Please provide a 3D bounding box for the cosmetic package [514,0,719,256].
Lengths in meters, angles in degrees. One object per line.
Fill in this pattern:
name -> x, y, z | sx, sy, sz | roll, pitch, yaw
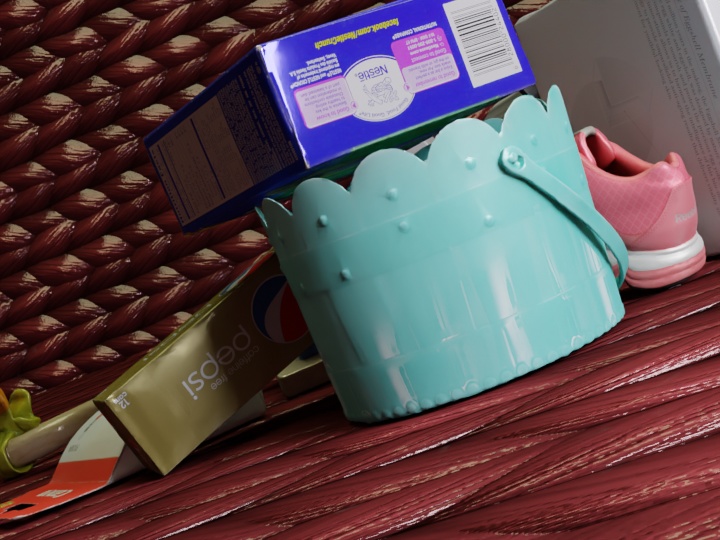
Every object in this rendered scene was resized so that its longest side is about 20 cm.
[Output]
cosmetic package -> 0.230, -0.119, 0.859 | 0.122, 0.202, 0.200 | -22, 2, -21

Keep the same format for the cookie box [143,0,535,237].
cookie box -> -0.020, -0.097, 0.789 | 0.169, 0.076, 0.199 | -23, 2, -29

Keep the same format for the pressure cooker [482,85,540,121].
pressure cooker -> 0.222, -0.115, 1.215 | 0.173, 0.182, 0.200 | -10, -8, -25

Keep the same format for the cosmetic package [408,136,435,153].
cosmetic package -> 0.096, -0.082, 1.342 | 0.051, 0.200, 0.082 | -46, -5, 15

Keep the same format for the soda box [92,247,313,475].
soda box -> -0.083, 0.048, 0.862 | 0.200, 0.064, 0.068 | -42, 8, -17

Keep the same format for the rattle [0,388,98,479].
rattle -> -0.286, 0.107, 1.248 | 0.198, 0.144, 0.130 | -28, -15, -15

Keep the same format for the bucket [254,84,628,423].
bucket -> 0.050, -0.009, 0.737 | 0.204, 0.137, 0.207 | -21, 3, 1

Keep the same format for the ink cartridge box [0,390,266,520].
ink cartridge box -> -0.188, 0.125, 0.944 | 0.198, 0.051, 0.162 | -19, 0, -30

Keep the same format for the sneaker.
sneaker -> 0.134, -0.056, 0.826 | 0.198, 0.088, 0.073 | 16, 34, 39

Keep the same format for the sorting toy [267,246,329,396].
sorting toy -> 0.000, 0.000, 1.062 | 0.198, 0.070, 0.199 | -23, 21, -6
